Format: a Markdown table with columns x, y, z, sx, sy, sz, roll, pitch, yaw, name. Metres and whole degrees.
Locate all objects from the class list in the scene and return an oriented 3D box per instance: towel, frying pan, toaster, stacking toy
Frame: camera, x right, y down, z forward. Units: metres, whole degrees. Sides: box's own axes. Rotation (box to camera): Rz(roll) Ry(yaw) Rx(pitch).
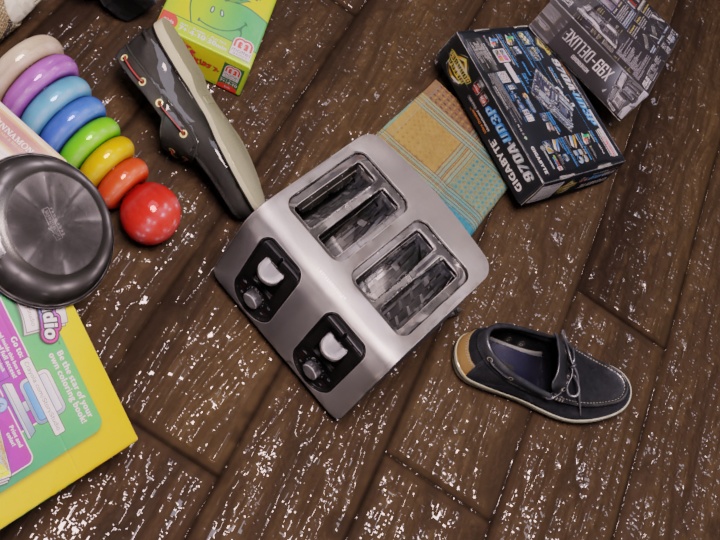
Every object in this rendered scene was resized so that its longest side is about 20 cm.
| x | y | z | sx | sy | sz | roll | pitch | yaw | name |
| --- | --- | --- | --- | --- | --- | --- | --- | --- | --- |
| 0.079 | -0.104 | 0.980 | 0.146 | 0.022 | 0.200 | 43 | 54 | -1 | towel |
| -0.254 | -0.031 | 0.644 | 0.188 | 0.031 | 0.117 | -1 | 79 | -46 | frying pan |
| 0.000 | 0.000 | 0.831 | 0.199 | 0.119 | 0.181 | -38 | 84 | -34 | toaster |
| -0.233 | -0.105 | 0.805 | 0.200 | 0.085 | 0.085 | 47 | 56 | -1 | stacking toy |

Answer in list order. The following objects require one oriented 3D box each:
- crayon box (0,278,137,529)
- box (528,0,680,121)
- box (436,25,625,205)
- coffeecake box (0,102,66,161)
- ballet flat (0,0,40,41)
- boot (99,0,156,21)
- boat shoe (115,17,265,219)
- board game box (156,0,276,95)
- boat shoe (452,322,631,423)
| x | y | z | sx | sy | sz | roll | pitch | yaw | name |
| --- | --- | --- | --- | --- | --- | --- | --- | --- | --- |
| -0.279 | 0.076 | 0.653 | 0.172 | 0.058 | 0.203 | -31 | 102 | -41 | crayon box |
| 0.304 | -0.293 | 1.129 | 0.158 | 0.050 | 0.200 | 43 | 43 | -3 | box |
| 0.194 | -0.182 | 1.042 | 0.157 | 0.046 | 0.202 | -17 | 73 | -40 | box |
| -0.359 | -0.062 | 0.725 | 0.153 | 0.073 | 0.201 | 41 | 56 | -2 | coffeecake box |
| -0.322 | -0.288 | 0.857 | 0.074 | 0.068 | 0.203 | -2 | 61 | 1 | ballet flat |
| -0.271 | -0.366 | 0.904 | 0.163 | 0.065 | 0.203 | 21 | 57 | -40 | boot |
| -0.156 | -0.133 | 0.866 | 0.063 | 0.074 | 0.203 | -31 | 91 | 7 | boat shoe |
| -0.139 | -0.289 | 0.958 | 0.100 | 0.048 | 0.203 | 22 | 58 | -12 | board game box |
| 0.187 | 0.098 | 0.900 | 0.197 | 0.062 | 0.076 | 17 | 57 | -17 | boat shoe |
